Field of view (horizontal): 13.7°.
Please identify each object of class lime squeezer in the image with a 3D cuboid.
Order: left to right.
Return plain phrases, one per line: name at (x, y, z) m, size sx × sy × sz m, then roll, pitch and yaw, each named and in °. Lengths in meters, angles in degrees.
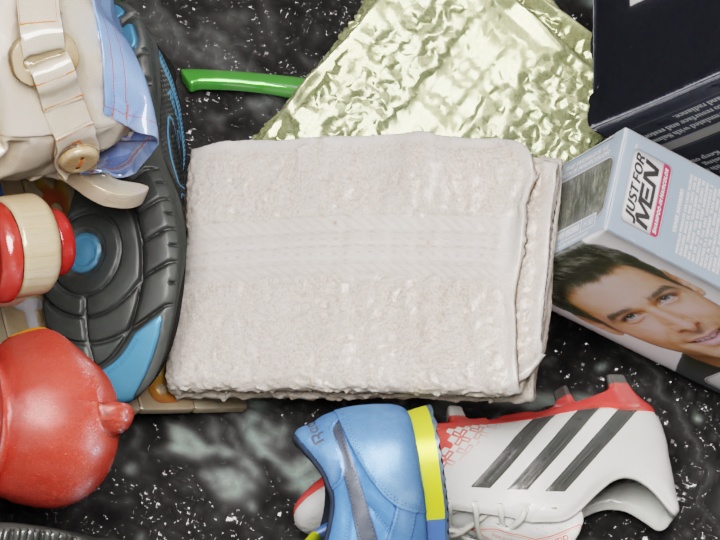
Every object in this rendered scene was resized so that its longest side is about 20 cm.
lime squeezer at (0.009, -0.113, 1.598) m, size 0.199 × 0.038 × 0.071 m, roll -24°, pitch 42°, yaw -19°

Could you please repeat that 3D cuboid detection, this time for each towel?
towel at (0.000, 0.000, 1.462) m, size 0.199 × 0.034 × 0.133 m, roll -1°, pitch 70°, yaw 20°
towel at (0.034, -0.067, 1.541) m, size 0.148 × 0.036 × 0.200 m, roll 37°, pitch 86°, yaw 1°

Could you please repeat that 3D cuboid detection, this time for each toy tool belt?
toy tool belt at (-0.138, -0.087, 1.391) m, size 0.122 × 0.125 × 0.201 m, roll -8°, pitch 73°, yaw -30°

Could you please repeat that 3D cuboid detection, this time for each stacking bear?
stacking bear at (-0.205, 0.066, 1.348) m, size 0.199 × 0.122 × 0.114 m, roll 3°, pitch 60°, yaw -23°

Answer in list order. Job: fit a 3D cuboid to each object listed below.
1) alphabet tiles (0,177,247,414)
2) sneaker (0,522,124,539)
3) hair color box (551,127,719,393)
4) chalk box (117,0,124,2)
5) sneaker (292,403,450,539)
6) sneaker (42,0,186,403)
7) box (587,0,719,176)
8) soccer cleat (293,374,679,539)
alphabet tiles at (-0.157, -0.004, 1.478) m, size 0.199 × 0.008 × 0.168 m, roll 0°, pitch 64°, yaw -40°
sneaker at (-0.122, 0.157, 1.394) m, size 0.199 × 0.091 × 0.076 m, roll 19°, pitch 92°, yaw -32°
hair color box at (0.180, 0.009, 1.500) m, size 0.199 × 0.099 × 0.061 m, roll 26°, pitch 62°, yaw -22°
chalk box at (-0.198, -0.157, 1.521) m, size 0.199 × 0.124 × 0.125 m, roll -30°, pitch 75°, yaw -21°
sneaker at (0.008, 0.163, 1.424) m, size 0.078 × 0.066 × 0.201 m, roll -8°, pitch 98°, yaw -8°
sneaker at (-0.110, -0.030, 1.475) m, size 0.073 × 0.082 × 0.201 m, roll -5°, pitch 74°, yaw 19°
box at (0.226, -0.142, 1.556) m, size 0.199 × 0.117 × 0.198 m, roll 24°, pitch 58°, yaw -38°
soccer cleat at (0.066, 0.112, 1.485) m, size 0.199 × 0.069 × 0.086 m, roll -12°, pitch 64°, yaw -21°
